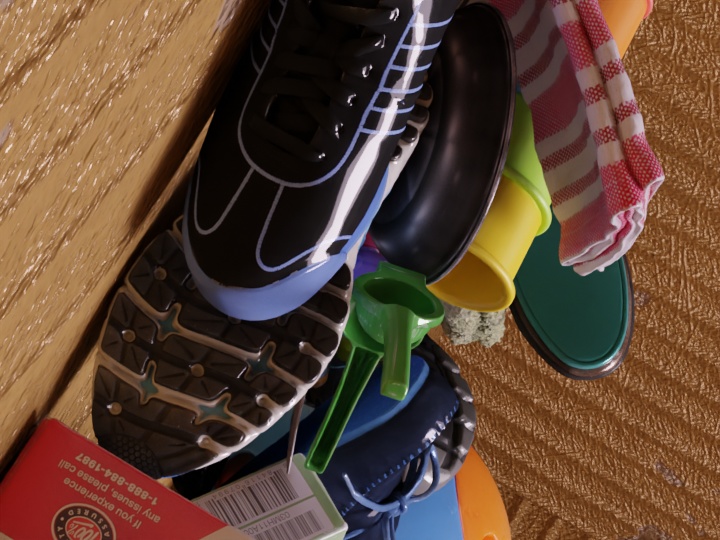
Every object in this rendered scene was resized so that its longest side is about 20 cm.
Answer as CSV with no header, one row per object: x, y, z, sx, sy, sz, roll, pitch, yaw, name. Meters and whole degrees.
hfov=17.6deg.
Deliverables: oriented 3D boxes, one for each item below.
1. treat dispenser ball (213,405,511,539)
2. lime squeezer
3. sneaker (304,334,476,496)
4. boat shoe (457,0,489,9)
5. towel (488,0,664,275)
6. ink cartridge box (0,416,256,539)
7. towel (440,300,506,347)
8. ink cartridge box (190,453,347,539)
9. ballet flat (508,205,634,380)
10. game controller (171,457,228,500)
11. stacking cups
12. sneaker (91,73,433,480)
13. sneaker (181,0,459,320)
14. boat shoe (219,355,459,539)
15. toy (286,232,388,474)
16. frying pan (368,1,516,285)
-0.010,0.167,1.369,0.202,0.200,0.201,-60,175,-8,treat dispenser ball
0.003,0.028,0.886,0.071,0.038,0.200,-55,-179,-15,lime squeezer
0.000,0.049,1.178,0.079,0.075,0.200,-45,-144,21,sneaker
0.077,-0.182,1.049,0.201,0.063,0.071,-60,174,-5,boat shoe
0.066,-0.103,0.904,0.030,0.201,0.146,-19,171,-3,towel
-0.101,0.178,0.802,0.201,0.144,0.084,-58,176,-22,ink cartridge box
0.037,-0.032,1.193,0.036,0.149,0.200,-20,174,0,towel
-0.095,0.168,1.037,0.145,0.048,0.200,-23,154,-26,ink cartridge box
0.090,-0.030,1.199,0.068,0.201,0.068,-16,161,-7,ballet flat
-0.057,0.047,1.065,0.200,0.042,0.105,101,7,-74,game controller
0.077,-0.080,1.013,0.061,0.060,0.201,109,7,-65,stacking cups
-0.036,0.002,0.880,0.200,0.078,0.090,-58,178,-29,sneaker
-0.007,-0.081,0.792,0.201,0.070,0.078,-64,168,-9,sneaker
-0.004,0.097,1.069,0.084,0.069,0.200,-44,-176,-32,boat shoe
0.000,0.000,1.045,0.200,0.047,0.116,-90,-172,-69,toy
0.027,-0.082,0.944,0.115,0.031,0.191,126,-32,-46,frying pan
